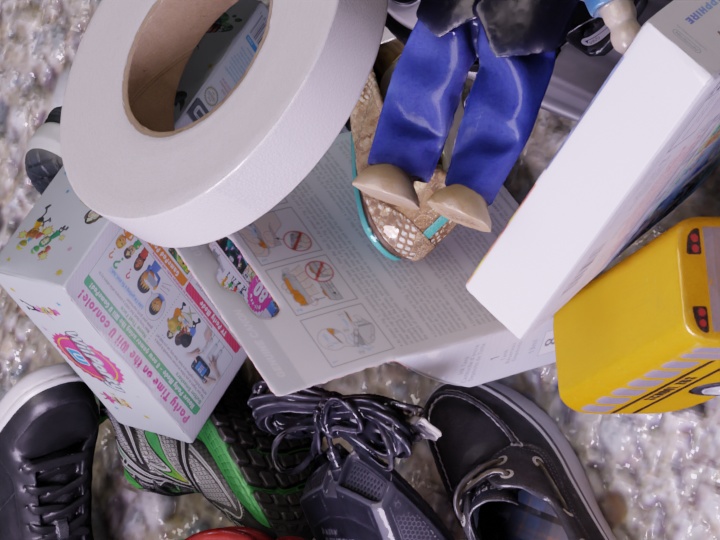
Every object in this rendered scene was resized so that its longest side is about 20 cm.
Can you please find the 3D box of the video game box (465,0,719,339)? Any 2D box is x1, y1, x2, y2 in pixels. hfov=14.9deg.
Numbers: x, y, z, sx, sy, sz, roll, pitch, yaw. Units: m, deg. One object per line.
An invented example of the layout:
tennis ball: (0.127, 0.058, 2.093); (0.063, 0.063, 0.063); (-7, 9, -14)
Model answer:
video game box: (0.152, -0.078, 1.316); (0.047, 0.182, 0.200); (44, 136, 11)

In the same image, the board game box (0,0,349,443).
board game box: (-0.094, -0.030, 1.511); (0.064, 0.148, 0.200); (13, 61, 39)

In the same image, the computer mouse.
computer mouse: (0.022, 0.143, 1.447); (0.138, 0.053, 0.200); (4, 118, 54)

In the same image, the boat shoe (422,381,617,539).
boat shoe: (0.082, 0.130, 1.435); (0.070, 0.066, 0.200); (-44, 57, 21)

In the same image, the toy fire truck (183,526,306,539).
toy fire truck: (-0.080, 0.233, 1.437); (0.200, 0.112, 0.168); (-31, 85, -1)

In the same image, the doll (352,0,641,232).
doll: (0.068, -0.121, 1.284); (0.136, 0.048, 0.200); (17, 85, 25)

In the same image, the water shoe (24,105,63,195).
water shoe: (-0.134, -0.045, 1.588); (0.071, 0.200, 0.079); (30, 73, 15)

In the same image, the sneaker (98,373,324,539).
sneaker: (-0.086, 0.104, 1.575); (0.200, 0.078, 0.085); (44, 114, 45)

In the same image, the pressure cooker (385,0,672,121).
pressure cooker: (0.093, -0.174, 1.412); (0.176, 0.200, 0.179); (-4, 77, 38)

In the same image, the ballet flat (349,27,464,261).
ballet flat: (0.022, -0.091, 1.463); (0.065, 0.071, 0.200); (-32, 50, 19)

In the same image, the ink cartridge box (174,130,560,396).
ink cartridge box: (0.000, 0.000, 1.450); (0.160, 0.200, 0.047); (54, 144, 32)

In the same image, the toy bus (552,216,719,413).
toy bus: (0.167, 0.019, 1.342); (0.200, 0.078, 0.065); (140, 130, -67)

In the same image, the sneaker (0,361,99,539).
sneaker: (-0.171, 0.150, 1.595); (0.112, 0.073, 0.200); (56, 146, 28)

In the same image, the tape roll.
tape roll: (-0.071, -0.109, 1.389); (0.203, 0.037, 0.203); (-27, 47, 33)
